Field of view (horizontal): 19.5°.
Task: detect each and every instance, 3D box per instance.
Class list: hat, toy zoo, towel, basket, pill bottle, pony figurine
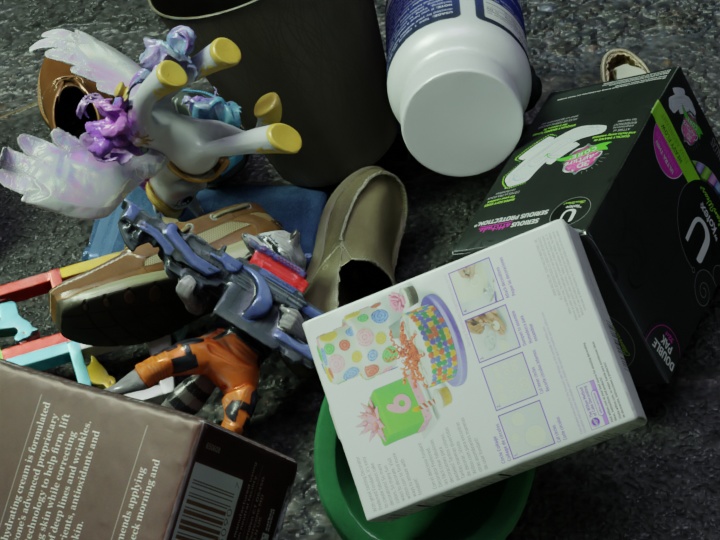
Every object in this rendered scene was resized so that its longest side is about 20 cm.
[{"bbox_3d":[0.068,0.124,1.549,0.164,0.176,0.202,6,84,17],"label":"hat"},{"bbox_3d":[-0.226,0.060,1.634,0.198,0.021,0.132,-16,64,-8],"label":"toy zoo"},{"bbox_3d":[-0.124,-0.025,1.720,0.198,0.049,0.112,1,44,11],"label":"towel"},{"bbox_3d":[-0.051,-0.178,1.683,0.179,0.201,0.136,-30,40,-5],"label":"basket"},{"bbox_3d":[0.077,-0.166,1.660,0.114,0.117,0.201,-5,34,4],"label":"pill bottle"},{"bbox_3d":[-0.160,-0.109,1.600,0.192,0.200,0.168,28,56,-21],"label":"pony figurine"}]

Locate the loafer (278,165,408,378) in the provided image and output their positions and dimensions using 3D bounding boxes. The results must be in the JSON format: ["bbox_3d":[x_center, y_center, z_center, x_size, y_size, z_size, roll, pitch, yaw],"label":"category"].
[{"bbox_3d":[0.000,0.000,1.646,0.067,0.076,0.201,-7,48,38],"label":"loafer"}]

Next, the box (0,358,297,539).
[{"bbox_3d":[-0.176,0.167,1.396,0.198,0.164,0.168,14,82,24],"label":"box"}]

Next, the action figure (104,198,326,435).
[{"bbox_3d":[-0.117,0.039,1.556,0.200,0.105,0.194,39,77,1],"label":"action figure"}]

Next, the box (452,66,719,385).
[{"bbox_3d":[0.186,-0.029,1.574,0.124,0.149,0.201,-8,35,40],"label":"box"}]

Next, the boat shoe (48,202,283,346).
[{"bbox_3d":[-0.148,-0.001,1.619,0.198,0.076,0.074,-15,54,-23],"label":"boat shoe"}]

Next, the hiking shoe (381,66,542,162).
[{"bbox_3d":[0.059,-0.127,1.791,0.198,0.075,0.087,-9,49,15],"label":"hiking shoe"}]

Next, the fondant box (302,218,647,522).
[{"bbox_3d":[0.077,0.070,1.429,0.198,0.058,0.146,-22,79,11],"label":"fondant box"}]

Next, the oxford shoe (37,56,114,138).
[{"bbox_3d":[-0.251,-0.150,1.862,0.071,0.072,0.201,-17,42,-6],"label":"oxford shoe"}]

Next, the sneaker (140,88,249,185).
[{"bbox_3d":[-0.133,-0.126,1.780,0.081,0.074,0.200,-16,21,-23],"label":"sneaker"}]

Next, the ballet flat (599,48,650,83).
[{"bbox_3d":[0.241,-0.113,1.741,0.067,0.063,0.201,-18,44,-9],"label":"ballet flat"}]
